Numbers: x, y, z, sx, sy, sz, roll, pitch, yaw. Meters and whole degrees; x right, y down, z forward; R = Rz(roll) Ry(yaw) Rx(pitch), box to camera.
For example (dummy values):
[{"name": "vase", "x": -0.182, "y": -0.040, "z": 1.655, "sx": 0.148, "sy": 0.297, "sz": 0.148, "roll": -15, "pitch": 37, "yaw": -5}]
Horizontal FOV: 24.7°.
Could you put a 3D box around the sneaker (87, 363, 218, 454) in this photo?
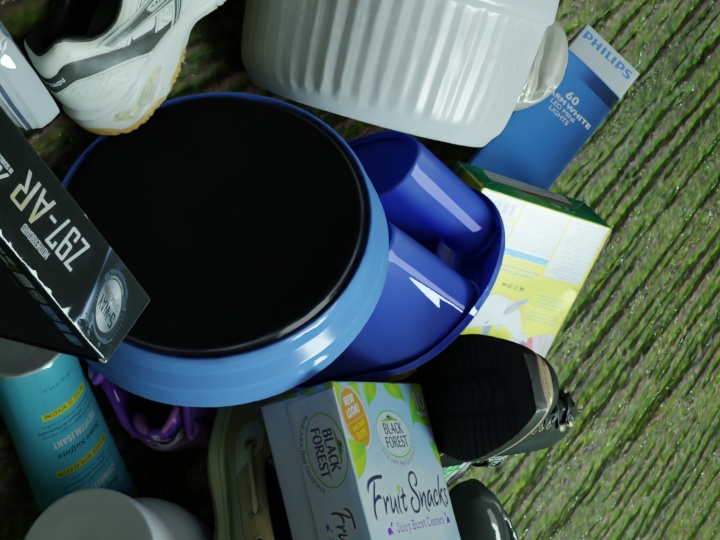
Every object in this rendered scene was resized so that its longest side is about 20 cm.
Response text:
[{"name": "sneaker", "x": -0.106, "y": 0.080, "z": 1.004, "sx": 0.201, "sy": 0.080, "sz": 0.089, "roll": 51, "pitch": 28, "yaw": -38}]

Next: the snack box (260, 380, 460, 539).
[{"name": "snack box", "x": 0.015, "y": 0.168, "z": 0.944, "sx": 0.142, "sy": 0.052, "sz": 0.202, "roll": 13, "pitch": 61, "yaw": -68}]

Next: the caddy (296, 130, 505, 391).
[{"name": "caddy", "x": 0.000, "y": 0.000, "z": 1.047, "sx": 0.105, "sy": 0.198, "sz": 0.143, "roll": 43, "pitch": 51, "yaw": -33}]

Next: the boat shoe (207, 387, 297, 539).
[{"name": "boat shoe", "x": -0.049, "y": 0.140, "z": 0.942, "sx": 0.073, "sy": 0.062, "sz": 0.202, "roll": 54, "pitch": 31, "yaw": -42}]

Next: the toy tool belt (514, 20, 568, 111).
[{"name": "toy tool belt", "x": 0.089, "y": -0.204, "z": 1.188, "sx": 0.123, "sy": 0.123, "sz": 0.203, "roll": 10, "pitch": 84, "yaw": -14}]

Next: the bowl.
[{"name": "bowl", "x": -0.083, "y": -0.019, "z": 0.935, "sx": 0.201, "sy": 0.199, "sz": 0.040, "roll": -54, "pitch": 159, "yaw": -27}]

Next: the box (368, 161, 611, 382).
[{"name": "box", "x": 0.077, "y": 0.035, "z": 1.131, "sx": 0.116, "sy": 0.048, "sz": 0.202, "roll": 15, "pitch": 109, "yaw": -30}]

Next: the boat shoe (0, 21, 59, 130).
[{"name": "boat shoe", "x": -0.233, "y": -0.134, "z": 0.846, "sx": 0.067, "sy": 0.074, "sz": 0.201, "roll": -37, "pitch": 134, "yaw": -2}]

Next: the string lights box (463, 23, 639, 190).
[{"name": "string lights box", "x": 0.119, "y": -0.084, "z": 1.229, "sx": 0.059, "sy": 0.103, "sz": 0.200, "roll": 41, "pitch": 59, "yaw": -2}]

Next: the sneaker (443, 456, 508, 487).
[{"name": "sneaker", "x": 0.088, "y": 0.127, "z": 1.267, "sx": 0.200, "sy": 0.077, "sz": 0.086, "roll": -37, "pitch": 125, "yaw": -40}]

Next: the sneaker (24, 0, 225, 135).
[{"name": "sneaker", "x": -0.121, "y": -0.180, "z": 0.947, "sx": 0.088, "sy": 0.075, "sz": 0.202, "roll": 45, "pitch": 63, "yaw": -49}]

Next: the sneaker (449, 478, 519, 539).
[{"name": "sneaker", "x": 0.059, "y": 0.246, "z": 1.231, "sx": 0.090, "sy": 0.076, "sz": 0.202, "roll": -13, "pitch": 128, "yaw": -39}]

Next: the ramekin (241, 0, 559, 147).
[{"name": "ramekin", "x": 0.017, "y": -0.150, "z": 1.036, "sx": 0.199, "sy": 0.199, "sz": 0.106, "roll": 5, "pitch": 104, "yaw": -50}]

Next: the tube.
[{"name": "tube", "x": -0.171, "y": 0.120, "z": 0.986, "sx": 0.077, "sy": 0.050, "sz": 0.202, "roll": -38, "pitch": 133, "yaw": -27}]

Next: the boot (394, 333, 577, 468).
[{"name": "boot", "x": 0.103, "y": 0.083, "z": 1.052, "sx": 0.137, "sy": 0.200, "sz": 0.079, "roll": -1, "pitch": 80, "yaw": -28}]

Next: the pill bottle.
[{"name": "pill bottle", "x": -0.116, "y": 0.199, "z": 0.982, "sx": 0.111, "sy": 0.108, "sz": 0.200, "roll": -68, "pitch": 153, "yaw": -13}]

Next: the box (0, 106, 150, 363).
[{"name": "box", "x": -0.214, "y": -0.044, "z": 0.804, "sx": 0.044, "sy": 0.159, "sz": 0.201, "roll": -56, "pitch": 136, "yaw": -26}]
